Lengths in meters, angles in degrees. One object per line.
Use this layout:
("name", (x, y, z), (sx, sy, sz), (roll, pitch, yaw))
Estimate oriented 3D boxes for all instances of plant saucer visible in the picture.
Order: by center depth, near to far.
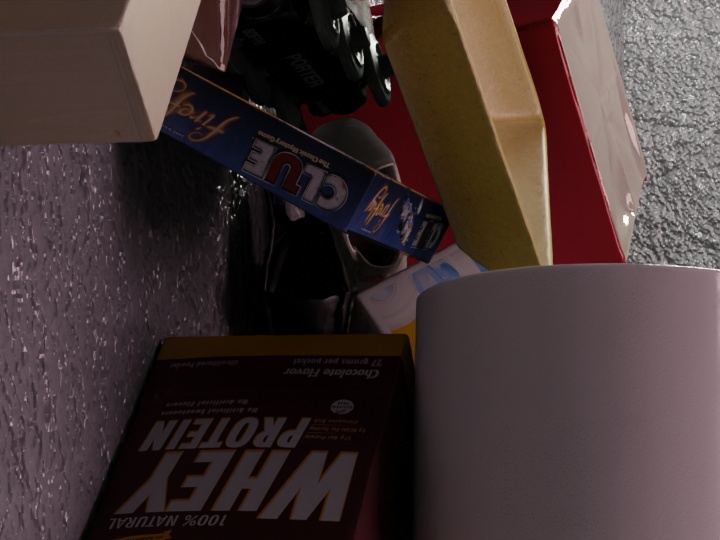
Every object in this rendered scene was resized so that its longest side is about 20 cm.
("plant saucer", (0.057, -0.110, 1.228), (0.200, 0.048, 0.200), (-86, 157, -56))

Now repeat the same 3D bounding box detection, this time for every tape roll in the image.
("tape roll", (0.125, 0.082, 1.106), (0.203, 0.202, 0.140), (40, 50, -73))

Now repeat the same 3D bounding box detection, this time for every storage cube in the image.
("storage cube", (0.081, -0.090, 1.481), (0.171, 0.179, 0.201), (-61, 135, -64))

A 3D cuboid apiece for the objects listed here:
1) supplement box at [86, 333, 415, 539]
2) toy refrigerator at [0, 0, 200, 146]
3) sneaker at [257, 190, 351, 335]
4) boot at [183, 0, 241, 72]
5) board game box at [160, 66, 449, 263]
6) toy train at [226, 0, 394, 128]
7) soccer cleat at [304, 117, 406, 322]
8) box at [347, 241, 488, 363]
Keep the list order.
("supplement box", (-0.042, 0.169, 1.109), (0.200, 0.132, 0.198), (-74, 159, -52))
("toy refrigerator", (-0.110, -0.143, 0.969), (0.070, 0.076, 0.200), (76, 18, -45))
("sneaker", (-0.035, 0.041, 1.284), (0.104, 0.060, 0.201), (92, -4, -67))
("boot", (-0.074, -0.200, 1.145), (0.186, 0.064, 0.201), (-5, 91, -64))
("board game box", (-0.034, -0.056, 1.160), (0.035, 0.135, 0.200), (-62, 166, 3))
("toy train", (-0.040, -0.156, 1.273), (0.200, 0.085, 0.114), (40, 37, -69))
("soccer cleat", (0.000, 0.000, 1.382), (0.078, 0.069, 0.201), (41, -35, 49))
("box", (0.088, 0.090, 1.289), (0.200, 0.112, 0.101), (56, -19, 20))
